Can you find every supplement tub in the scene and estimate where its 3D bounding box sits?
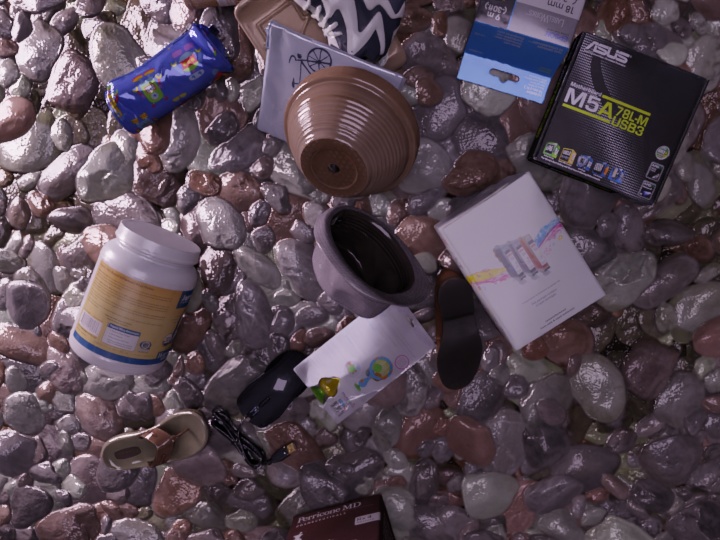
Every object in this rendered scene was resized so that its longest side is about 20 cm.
[{"bbox_3d":[-0.336,0.039,0.837,0.143,0.145,0.202,24,97,0],"label":"supplement tub"}]

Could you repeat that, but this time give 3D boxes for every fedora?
[{"bbox_3d":[0.000,0.000,0.819,0.200,0.176,0.090,49,126,13],"label":"fedora"}]

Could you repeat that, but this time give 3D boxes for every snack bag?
[{"bbox_3d":[-0.053,-0.237,0.793,0.198,0.022,0.189,22,142,0],"label":"snack bag"}]

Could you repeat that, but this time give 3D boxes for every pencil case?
[{"bbox_3d":[-0.288,-0.291,0.830,0.199,0.078,0.087,-32,123,6],"label":"pencil case"}]

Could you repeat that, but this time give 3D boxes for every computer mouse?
[{"bbox_3d":[-0.141,0.236,0.898,0.199,0.046,0.141,-39,92,6],"label":"computer mouse"}]

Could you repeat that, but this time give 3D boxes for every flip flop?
[{"bbox_3d":[-0.340,0.288,0.909,0.198,0.058,0.082,-16,95,5],"label":"flip flop"}]

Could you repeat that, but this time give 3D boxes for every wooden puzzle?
[{"bbox_3d":[-0.055,-0.343,0.809,0.184,0.046,0.201,-32,120,6],"label":"wooden puzzle"}]

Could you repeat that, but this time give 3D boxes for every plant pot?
[{"bbox_3d":[-0.023,-0.168,0.769,0.199,0.093,0.202,13,141,10],"label":"plant pot"}]

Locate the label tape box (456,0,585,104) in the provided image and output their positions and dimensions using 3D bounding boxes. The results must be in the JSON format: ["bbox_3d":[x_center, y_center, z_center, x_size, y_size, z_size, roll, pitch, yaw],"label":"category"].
[{"bbox_3d":[0.239,-0.366,0.801,0.143,0.063,0.202,17,97,2],"label":"label tape box"}]

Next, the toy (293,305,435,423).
[{"bbox_3d":[0.005,0.133,0.875,0.199,0.047,0.116,-38,99,-4],"label":"toy"}]

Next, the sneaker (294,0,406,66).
[{"bbox_3d":[-0.040,-0.330,0.746,0.197,0.079,0.131,2,109,-25],"label":"sneaker"}]

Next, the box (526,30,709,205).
[{"bbox_3d":[0.377,-0.221,0.819,0.198,0.048,0.195,22,99,0],"label":"box"}]

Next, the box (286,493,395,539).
[{"bbox_3d":[-0.023,0.483,0.842,0.164,0.200,0.166,-17,95,5],"label":"box"}]

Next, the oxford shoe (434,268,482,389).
[{"bbox_3d":[0.148,0.091,0.861,0.070,0.071,0.202,-5,112,-2],"label":"oxford shoe"}]

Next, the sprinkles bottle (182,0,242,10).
[{"bbox_3d":[-0.165,-0.431,0.814,0.198,0.068,0.069,-5,96,4],"label":"sprinkles bottle"}]

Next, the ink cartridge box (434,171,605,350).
[{"bbox_3d":[0.219,-0.020,0.800,0.144,0.145,0.201,-32,93,6],"label":"ink cartridge box"}]
